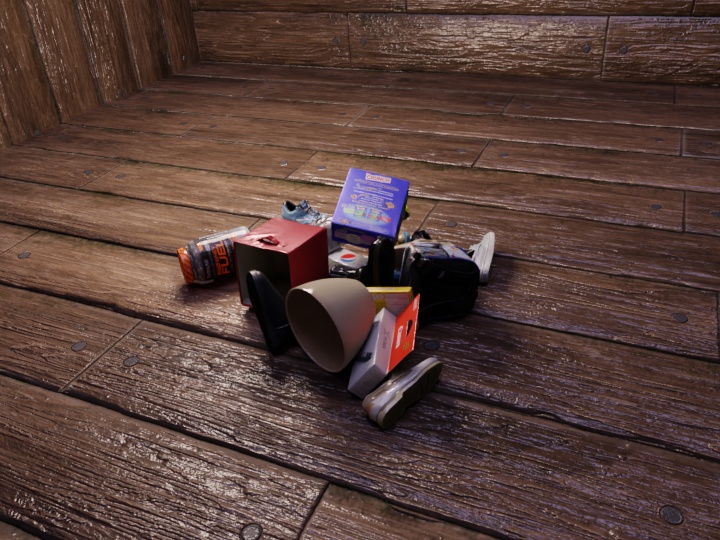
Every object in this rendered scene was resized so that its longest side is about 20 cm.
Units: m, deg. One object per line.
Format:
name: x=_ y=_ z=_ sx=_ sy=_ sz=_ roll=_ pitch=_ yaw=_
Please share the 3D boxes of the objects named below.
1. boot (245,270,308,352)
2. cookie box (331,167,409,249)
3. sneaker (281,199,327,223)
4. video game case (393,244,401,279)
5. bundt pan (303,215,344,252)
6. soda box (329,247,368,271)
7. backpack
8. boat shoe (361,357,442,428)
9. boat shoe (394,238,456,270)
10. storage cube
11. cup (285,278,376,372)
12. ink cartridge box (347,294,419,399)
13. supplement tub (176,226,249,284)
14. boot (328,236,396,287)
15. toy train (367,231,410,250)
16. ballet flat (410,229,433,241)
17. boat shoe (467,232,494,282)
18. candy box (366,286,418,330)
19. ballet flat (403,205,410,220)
boot: x=-0.161 y=0.070 z=1.498 sx=0.166 sy=0.204 sz=0.076 roll=-24 pitch=14 yaw=-26
cookie box: x=0.028 y=-0.156 z=1.679 sx=0.168 sy=0.076 sz=0.203 roll=14 pitch=54 yaw=6
sneaker: x=-0.163 y=-0.165 z=1.967 sx=0.196 sy=0.092 sz=0.078 roll=13 pitch=35 yaw=24
video game case: x=0.135 y=-0.020 z=1.680 sx=0.197 sy=0.018 sz=0.144 roll=5 pitch=33 yaw=-30
bundt pan: x=-0.128 y=-0.092 z=1.793 sx=0.198 sy=0.077 sz=0.202 roll=-20 pitch=15 yaw=6
soda box: x=-0.006 y=0.005 z=1.693 sx=0.198 sy=0.069 sz=0.063 roll=23 pitch=40 yaw=38
backpack: x=0.184 y=0.025 z=1.543 sx=0.186 sy=0.203 sz=0.155 roll=4 pitch=31 yaw=-12
boat shoe: x=0.086 y=0.231 z=1.311 sx=0.068 sy=0.076 sz=0.199 roll=29 pitch=45 yaw=34
boat shoe: x=0.152 y=-0.044 z=1.623 sx=0.196 sy=0.073 sz=0.065 roll=-3 pitch=33 yaw=-17
storage cube: x=-0.192 y=-0.013 z=1.630 sx=0.168 sy=0.204 sz=0.179 roll=12 pitch=29 yaw=26
cup: x=-0.048 y=0.097 z=1.416 sx=0.142 sy=0.204 sz=0.199 roll=-31 pitch=40 yaw=-32
ink cartridge box: x=0.051 y=0.148 z=1.373 sx=0.043 sy=0.174 sz=0.201 roll=34 pitch=31 yaw=-12
supplement tub: x=-0.388 y=-0.037 z=1.760 sx=0.197 sy=0.125 sz=0.123 roll=-18 pitch=34 yaw=-19
boot: x=-0.001 y=0.002 z=1.569 sx=0.156 sy=0.215 sz=0.079 roll=20 pitch=35 yaw=27
toy train: x=0.094 y=-0.050 z=1.770 sx=0.113 sy=0.086 sz=0.201 roll=3 pitch=30 yaw=-14
ballet flat: x=0.195 y=-0.047 z=1.700 sx=0.066 sy=0.047 sz=0.201 roll=2 pitch=35 yaw=-32
boat shoe: x=0.318 y=-0.042 z=1.726 sx=0.070 sy=0.071 sz=0.202 roll=8 pitch=36 yaw=13
candy box: x=0.033 y=0.087 z=1.495 sx=0.196 sy=0.104 sz=0.026 roll=0 pitch=30 yaw=25
ballet flat: x=0.048 y=-0.131 z=1.748 sx=0.197 sy=0.068 sz=0.067 roll=-24 pitch=51 yaw=-18
